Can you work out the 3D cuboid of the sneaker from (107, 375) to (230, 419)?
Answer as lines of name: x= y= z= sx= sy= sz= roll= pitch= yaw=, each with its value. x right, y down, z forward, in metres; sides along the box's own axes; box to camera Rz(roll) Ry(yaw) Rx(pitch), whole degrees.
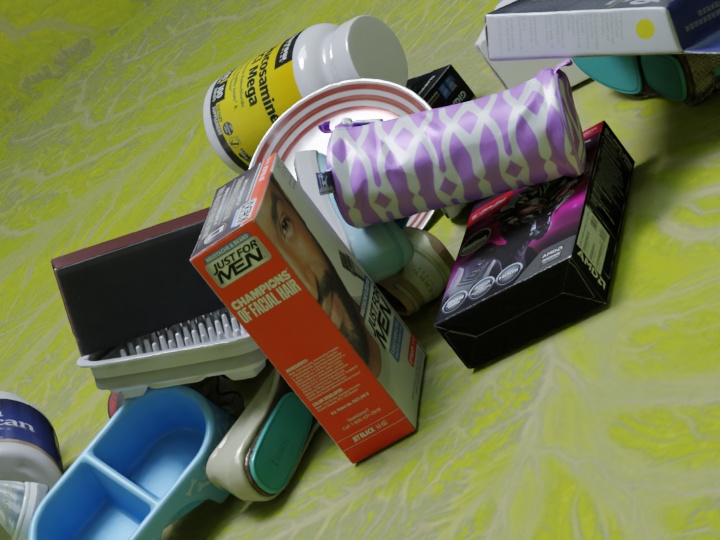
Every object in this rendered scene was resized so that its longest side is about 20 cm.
sneaker: x=-0.145 y=0.076 z=1.602 sx=0.200 sy=0.071 sz=0.098 roll=-36 pitch=1 yaw=7

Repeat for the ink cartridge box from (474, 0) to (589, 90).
ink cartridge box: x=0.205 y=-0.253 z=1.696 sx=0.146 sy=0.083 sz=0.201 roll=-25 pitch=24 yaw=35

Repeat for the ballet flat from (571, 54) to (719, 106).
ballet flat: x=0.247 y=-0.176 z=1.503 sx=0.075 sy=0.068 sz=0.200 roll=-21 pitch=20 yaw=-17

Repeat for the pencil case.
pencil case: x=0.069 y=-0.091 z=1.363 sx=0.198 sy=0.086 sz=0.084 roll=-12 pitch=-2 yaw=11

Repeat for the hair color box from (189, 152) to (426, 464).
hair color box: x=-0.033 y=0.027 z=1.337 sx=0.064 sy=0.200 sz=0.111 roll=-31 pitch=21 yaw=21

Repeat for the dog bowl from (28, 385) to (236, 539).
dog bowl: x=-0.176 y=0.172 z=1.415 sx=0.111 sy=0.050 sz=0.200 roll=28 pitch=68 yaw=33

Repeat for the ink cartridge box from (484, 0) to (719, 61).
ink cartridge box: x=0.223 y=-0.198 z=1.402 sx=0.198 sy=0.048 sz=0.197 roll=0 pitch=16 yaw=29

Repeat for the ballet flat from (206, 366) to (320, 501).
ballet flat: x=-0.055 y=0.098 z=1.424 sx=0.069 sy=0.070 sz=0.200 roll=-16 pitch=29 yaw=47

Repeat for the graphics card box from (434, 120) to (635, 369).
graphics card box: x=0.133 y=-0.022 z=1.372 sx=0.125 sy=0.051 sz=0.201 roll=-27 pitch=24 yaw=30

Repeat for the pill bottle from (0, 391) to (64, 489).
pill bottle: x=-0.325 y=0.179 z=1.663 sx=0.111 sy=0.111 sz=0.200 roll=-39 pitch=19 yaw=-1

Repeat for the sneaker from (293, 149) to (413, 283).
sneaker: x=-0.003 y=-0.043 z=1.480 sx=0.081 sy=0.075 sz=0.200 roll=-12 pitch=32 yaw=-7

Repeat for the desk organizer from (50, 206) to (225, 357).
desk organizer: x=-0.141 y=-0.004 z=1.459 sx=0.198 sy=0.072 sz=0.077 roll=-19 pitch=12 yaw=-12

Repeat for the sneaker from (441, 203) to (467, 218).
sneaker: x=0.089 y=-0.101 z=1.516 sx=0.084 sy=0.075 sz=0.200 roll=-32 pitch=-4 yaw=-1

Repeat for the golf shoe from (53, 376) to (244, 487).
golf shoe: x=-0.178 y=0.165 z=1.525 sx=0.199 sy=0.079 sz=0.097 roll=-38 pitch=-1 yaw=-5

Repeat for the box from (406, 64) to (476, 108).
box: x=0.004 y=-0.108 z=1.794 sx=0.159 sy=0.049 sz=0.200 roll=-16 pitch=30 yaw=53

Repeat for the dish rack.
dish rack: x=-0.116 y=0.048 z=1.463 sx=0.170 sy=0.044 sz=0.200 roll=-10 pitch=14 yaw=21

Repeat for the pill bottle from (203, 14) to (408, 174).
pill bottle: x=-0.052 y=-0.172 z=1.797 sx=0.199 sy=0.113 sz=0.113 roll=-23 pitch=25 yaw=40

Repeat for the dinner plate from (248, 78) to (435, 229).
dinner plate: x=-0.012 y=-0.081 z=1.667 sx=0.198 sy=0.024 sz=0.202 roll=-9 pitch=63 yaw=17

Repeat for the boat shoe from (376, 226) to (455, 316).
boat shoe: x=0.000 y=0.000 z=1.527 sx=0.063 sy=0.073 sz=0.199 roll=-48 pitch=23 yaw=-23

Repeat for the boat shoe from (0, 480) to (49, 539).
boat shoe: x=-0.312 y=0.236 z=1.495 sx=0.075 sy=0.064 sz=0.202 roll=-88 pitch=24 yaw=-43
